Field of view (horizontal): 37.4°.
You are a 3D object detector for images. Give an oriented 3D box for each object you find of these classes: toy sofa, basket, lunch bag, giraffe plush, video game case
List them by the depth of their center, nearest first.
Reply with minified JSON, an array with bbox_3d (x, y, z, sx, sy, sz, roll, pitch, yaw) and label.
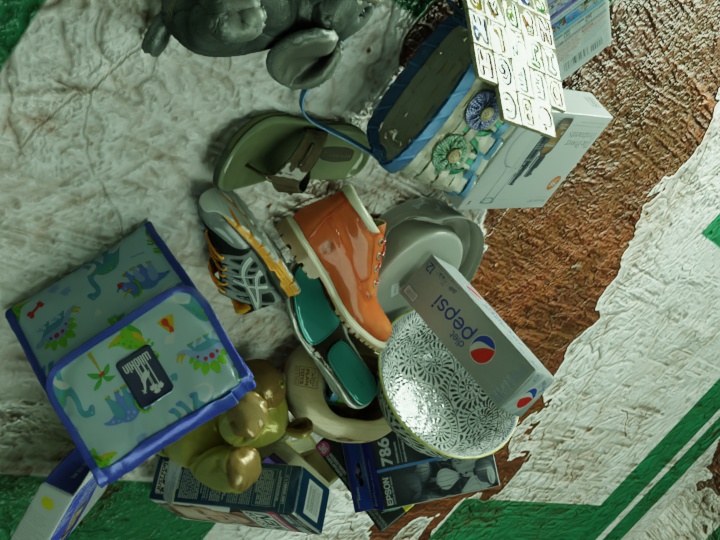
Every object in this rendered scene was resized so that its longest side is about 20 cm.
[{"bbox_3d":[-0.213,0.082,0.998,0.168,0.201,0.128,-32,147,-11],"label":"lunch bag"},{"bbox_3d":[0.060,-0.182,1.049,0.198,0.140,0.177,30,108,-21],"label":"basket"},{"bbox_3d":[0.195,-0.262,1.187,0.199,0.022,0.183,-37,147,-6],"label":"video game case"},{"bbox_3d":[-0.141,0.169,1.231,0.161,0.173,0.202,-17,146,-48],"label":"giraffe plush"},{"bbox_3d":[-0.113,0.247,1.402,0.097,0.083,0.200,-39,147,-3],"label":"toy sofa"}]

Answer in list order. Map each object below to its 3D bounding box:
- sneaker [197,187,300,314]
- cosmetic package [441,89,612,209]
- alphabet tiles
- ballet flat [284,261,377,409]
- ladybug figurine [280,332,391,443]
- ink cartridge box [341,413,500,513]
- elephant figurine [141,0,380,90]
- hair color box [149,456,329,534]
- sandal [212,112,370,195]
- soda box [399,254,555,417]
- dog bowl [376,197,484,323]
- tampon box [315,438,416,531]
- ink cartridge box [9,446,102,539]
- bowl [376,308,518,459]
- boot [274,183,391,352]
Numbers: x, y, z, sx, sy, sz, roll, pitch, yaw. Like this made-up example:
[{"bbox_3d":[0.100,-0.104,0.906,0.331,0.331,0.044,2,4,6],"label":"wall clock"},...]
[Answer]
[{"bbox_3d":[-0.126,-0.011,1.100,0.076,0.079,0.201,-30,146,0],"label":"sneaker"},{"bbox_3d":[0.198,-0.145,1.274,0.198,0.052,0.151,-6,142,-50],"label":"cosmetic package"},{"bbox_3d":[0.148,-0.233,1.034,0.006,0.204,0.165,-16,165,37],"label":"alphabet tiles"},{"bbox_3d":[-0.047,0.078,1.262,0.069,0.069,0.202,-32,110,-12],"label":"ballet flat"},{"bbox_3d":[-0.028,0.150,1.354,0.197,0.139,0.071,17,161,-35],"label":"ladybug figurine"},{"bbox_3d":[0.076,0.251,1.388,0.196,0.101,0.039,-14,175,4],"label":"ink cartridge box"},{"bbox_3d":[-0.050,-0.219,0.871,0.197,0.154,0.144,6,104,-38],"label":"elephant figurine"},{"bbox_3d":[-0.148,0.275,1.307,0.100,0.196,0.062,55,41,-56],"label":"hair color box"},{"bbox_3d":[-0.058,-0.112,1.065,0.198,0.057,0.081,-9,136,-40],"label":"sandal"},{"bbox_3d":[0.134,0.075,1.242,0.064,0.200,0.068,-47,148,11],"label":"soda box"},{"bbox_3d":[0.058,-0.003,1.312,0.198,0.059,0.202,-27,144,-21],"label":"dog bowl"},{"bbox_3d":[0.062,0.232,1.473,0.199,0.150,0.126,-41,173,0],"label":"tampon box"},{"bbox_3d":[-0.285,0.207,1.112,0.201,0.047,0.198,-58,178,26],"label":"ink cartridge box"},{"bbox_3d":[0.092,0.157,1.324,0.198,0.203,0.094,-14,156,-35],"label":"bowl"},{"bbox_3d":[0.000,0.000,1.182,0.106,0.075,0.201,-35,121,-3],"label":"boot"}]
